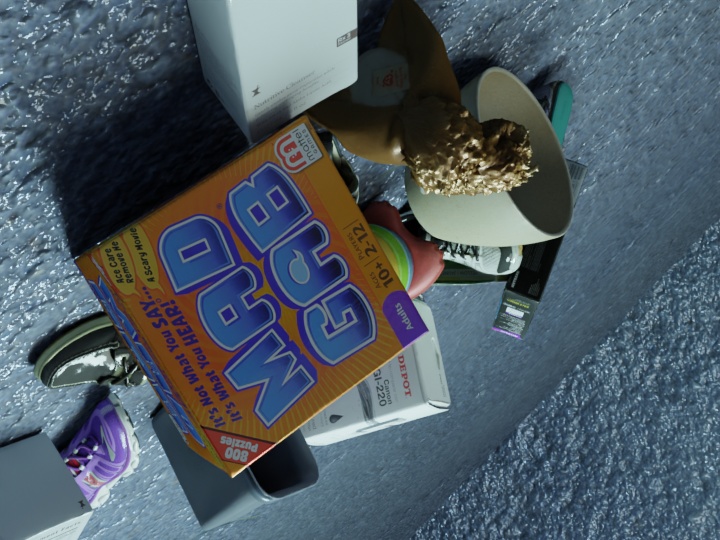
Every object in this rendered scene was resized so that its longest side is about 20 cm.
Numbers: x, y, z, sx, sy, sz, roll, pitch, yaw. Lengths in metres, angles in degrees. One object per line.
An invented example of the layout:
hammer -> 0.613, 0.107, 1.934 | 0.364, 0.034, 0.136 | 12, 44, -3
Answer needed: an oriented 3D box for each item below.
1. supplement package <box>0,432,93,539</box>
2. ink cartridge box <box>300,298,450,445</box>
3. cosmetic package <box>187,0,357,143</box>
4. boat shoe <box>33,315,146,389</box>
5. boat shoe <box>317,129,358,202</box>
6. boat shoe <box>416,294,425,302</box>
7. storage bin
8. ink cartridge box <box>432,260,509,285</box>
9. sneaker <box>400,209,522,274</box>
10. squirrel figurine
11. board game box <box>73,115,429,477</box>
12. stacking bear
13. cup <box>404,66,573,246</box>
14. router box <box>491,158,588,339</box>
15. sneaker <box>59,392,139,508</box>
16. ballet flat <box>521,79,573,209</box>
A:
supplement package -> -0.392, 0.291, 1.162 | 0.113, 0.110, 0.201 | -15, 148, -49
ink cartridge box -> 0.006, 0.136, 1.407 | 0.197, 0.148, 0.085 | -19, 162, 21
cosmetic package -> -0.066, -0.200, 0.788 | 0.112, 0.082, 0.201 | -33, 160, -13
boat shoe -> -0.234, 0.085, 1.088 | 0.199, 0.066, 0.072 | -17, 151, -48
boat shoe -> -0.031, -0.084, 1.081 | 0.059, 0.077, 0.200 | -5, 166, 13
boat shoe -> 0.031, 0.038, 1.478 | 0.073, 0.063, 0.199 | -48, 158, 23
storage bin -> -0.161, 0.214, 1.328 | 0.134, 0.202, 0.145 | -38, 163, 28
ink cartridge box -> 0.118, -0.003, 1.444 | 0.143, 0.049, 0.199 | -1, 178, 25
sneaker -> 0.116, -0.033, 1.328 | 0.086, 0.199, 0.077 | -13, 109, -33
squirrel figurine -> 0.067, -0.126, 1.010 | 0.142, 0.200, 0.187 | -45, 151, 2
board game box -> -0.100, 0.020, 0.903 | 0.198, 0.202, 0.199 | -34, -171, -17
stacking bear -> 0.000, 0.000, 1.202 | 0.114, 0.121, 0.200 | -52, 168, 18
cup -> 0.135, -0.109, 1.224 | 0.142, 0.204, 0.199 | -24, 172, 34
router box -> 0.234, -0.027, 1.399 | 0.150, 0.050, 0.203 | 89, 22, -68
sneaker -> -0.314, 0.220, 1.212 | 0.083, 0.081, 0.201 | -10, 144, -45
ballet flat -> 0.220, -0.142, 1.338 | 0.072, 0.071, 0.204 | 69, 32, -69
